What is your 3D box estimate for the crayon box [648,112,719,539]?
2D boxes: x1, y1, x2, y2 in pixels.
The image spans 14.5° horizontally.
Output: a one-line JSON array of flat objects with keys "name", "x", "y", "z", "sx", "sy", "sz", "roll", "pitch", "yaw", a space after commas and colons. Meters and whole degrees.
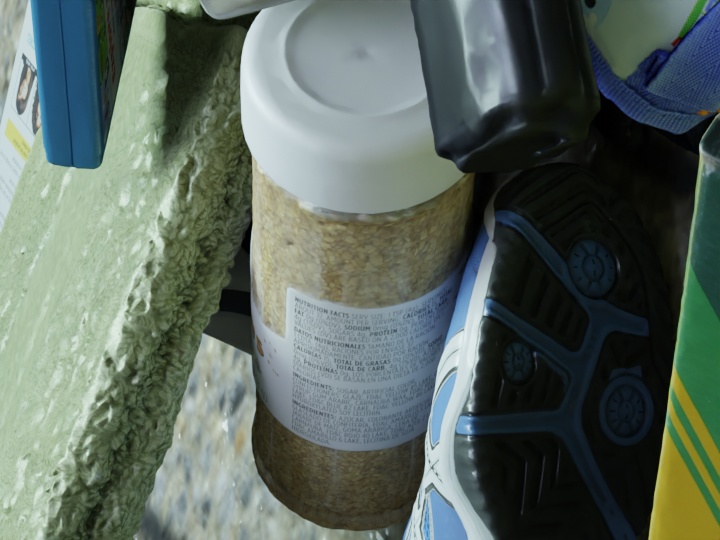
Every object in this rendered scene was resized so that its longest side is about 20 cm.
[{"name": "crayon box", "x": 0.111, "y": 0.000, "z": 0.592, "sx": 0.127, "sy": 0.051, "sz": 0.200, "roll": -57, "pitch": -19, "yaw": -29}]

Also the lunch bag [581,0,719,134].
[{"name": "lunch bag", "x": 0.103, "y": -0.154, "z": 0.672, "sx": 0.170, "sy": 0.124, "sz": 0.200, "roll": -49, "pitch": 38, "yaw": 48}]

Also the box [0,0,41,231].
[{"name": "box", "x": -0.107, "y": -0.057, "z": 1.133, "sx": 0.082, "sy": 0.049, "sz": 0.200, "roll": 49, "pitch": 129, "yaw": 53}]

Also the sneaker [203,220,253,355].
[{"name": "sneaker", "x": -0.024, "y": -0.075, "z": 0.960, "sx": 0.130, "sy": 0.079, "sz": 0.199, "roll": -52, "pitch": 24, "yaw": 23}]

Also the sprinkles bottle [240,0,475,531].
[{"name": "sprinkles bottle", "x": 0.000, "y": 0.000, "z": 0.830, "sx": 0.200, "sy": 0.068, "sz": 0.068, "roll": 92, "pitch": 164, "yaw": -54}]

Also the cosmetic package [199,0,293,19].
[{"name": "cosmetic package", "x": -0.005, "y": -0.165, "z": 0.786, "sx": 0.105, "sy": 0.071, "sz": 0.200, "roll": 64, "pitch": -154, "yaw": -26}]

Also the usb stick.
[{"name": "usb stick", "x": 0.021, "y": -0.122, "z": 0.670, "sx": 0.055, "sy": 0.033, "sz": 0.200, "roll": 148, "pitch": 115, "yaw": -66}]

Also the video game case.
[{"name": "video game case", "x": -0.072, "y": -0.152, "z": 0.835, "sx": 0.143, "sy": 0.018, "sz": 0.200, "roll": 94, "pitch": -177, "yaw": -53}]

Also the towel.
[{"name": "towel", "x": -0.079, "y": 0.001, "z": 0.887, "sx": 0.148, "sy": 0.036, "sz": 0.200, "roll": 16, "pitch": 86, "yaw": 65}]

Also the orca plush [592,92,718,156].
[{"name": "orca plush", "x": 0.069, "y": -0.066, "z": 0.776, "sx": 0.105, "sy": 0.071, "sz": 0.200, "roll": -54, "pitch": 42, "yaw": 45}]

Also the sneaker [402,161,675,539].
[{"name": "sneaker", "x": 0.040, "y": 0.068, "z": 0.810, "sx": 0.077, "sy": 0.076, "sz": 0.200, "roll": 8, "pitch": 93, "yaw": 58}]
